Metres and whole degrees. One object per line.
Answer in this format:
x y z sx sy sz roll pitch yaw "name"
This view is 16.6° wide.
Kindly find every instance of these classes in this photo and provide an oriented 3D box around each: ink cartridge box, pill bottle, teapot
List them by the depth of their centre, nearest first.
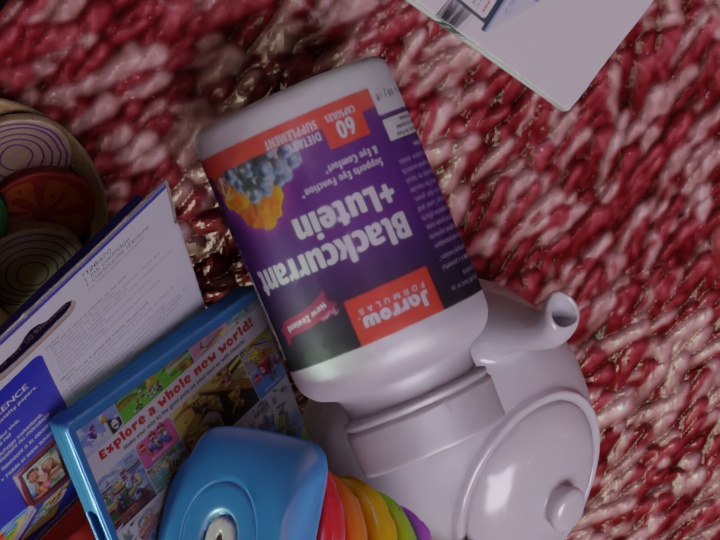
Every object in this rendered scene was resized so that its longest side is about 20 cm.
0.032 -0.181 1.222 0.199 0.147 0.086 28 103 -40 "ink cartridge box"
-0.163 0.057 1.266 0.198 0.047 0.200 -44 154 -17 "ink cartridge box"
0.000 0.000 1.289 0.111 0.111 0.201 -24 92 -13 "pill bottle"
0.069 0.111 1.414 0.198 0.146 0.200 -57 143 -4 "teapot"

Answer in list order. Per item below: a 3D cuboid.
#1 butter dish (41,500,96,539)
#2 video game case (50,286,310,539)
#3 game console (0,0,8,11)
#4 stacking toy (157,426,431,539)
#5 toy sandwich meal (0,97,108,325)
-0.127 0.196 1.395 0.200 0.147 0.200 -40 121 -33 "butter dish"
-0.077 0.130 1.321 0.143 0.018 0.201 -36 119 -35 "video game case"
-0.222 -0.152 1.125 0.118 0.173 0.199 -33 137 31 "game console"
0.000 0.154 1.303 0.199 0.109 0.117 14 83 -41 "stacking toy"
-0.215 0.006 1.262 0.204 0.070 0.206 -15 127 -20 "toy sandwich meal"
